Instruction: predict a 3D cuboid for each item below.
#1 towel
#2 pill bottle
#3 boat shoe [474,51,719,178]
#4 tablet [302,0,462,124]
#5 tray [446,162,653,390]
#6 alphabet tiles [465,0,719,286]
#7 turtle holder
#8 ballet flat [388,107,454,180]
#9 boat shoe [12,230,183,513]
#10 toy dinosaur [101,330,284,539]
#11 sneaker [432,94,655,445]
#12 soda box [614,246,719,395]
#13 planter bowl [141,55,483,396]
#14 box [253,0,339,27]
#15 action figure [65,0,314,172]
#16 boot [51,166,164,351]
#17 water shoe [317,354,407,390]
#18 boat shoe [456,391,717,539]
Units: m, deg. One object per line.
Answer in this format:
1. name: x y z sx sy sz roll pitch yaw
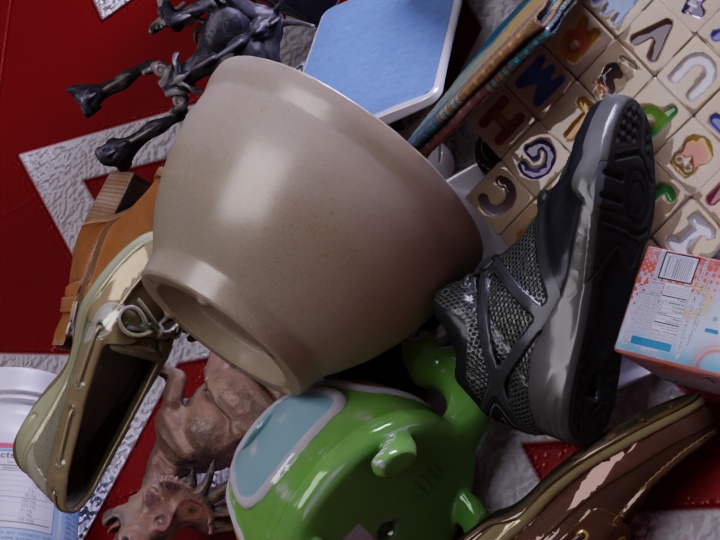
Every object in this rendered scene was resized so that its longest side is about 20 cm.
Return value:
1. towel: 0.097 -0.143 0.963 0.147 0.022 0.200 -45 6 38
2. pill bottle: -0.270 0.181 1.189 0.109 0.109 0.200 -19 58 36
3. boat shoe: 0.152 -0.109 0.951 0.200 0.060 0.076 -25 58 22
4. tablet: 0.012 -0.152 1.087 0.130 0.014 0.200 -19 33 25
5. tray: 0.124 -0.001 0.962 0.107 0.022 0.200 -28 52 13
6. alphabet tiles: 0.160 -0.078 0.908 0.200 0.006 0.166 -47 71 18
7. turtle holder: -0.004 0.119 0.946 0.132 0.141 0.186 34 106 46
8. ballet flat: 0.028 -0.084 1.072 0.063 0.069 0.200 -35 50 8
9. boat shoe: -0.165 0.068 1.056 0.063 0.073 0.201 39 99 41
10. toy dinosaur: -0.091 0.110 1.078 0.200 0.086 0.136 -43 47 14
11. sneaker: 0.101 -0.007 0.888 0.114 0.076 0.200 9 84 38
12. soda box: 0.237 0.042 0.803 0.200 0.068 0.064 14 81 40
13. planter bowl: -0.046 -0.011 0.931 0.200 0.200 0.135 20 67 46
14. box: -0.121 -0.294 1.212 0.182 0.200 0.104 32 94 47
15. action figure: -0.124 -0.161 1.190 0.200 0.119 0.102 -28 19 15
16. boot: -0.165 0.003 1.206 0.200 0.074 0.155 3 71 56
17. water shoe: 0.000 0.000 1.069 0.079 0.072 0.200 -6 67 16
18. boat shoe: 0.124 0.144 0.880 0.200 0.072 0.068 -39 82 12
